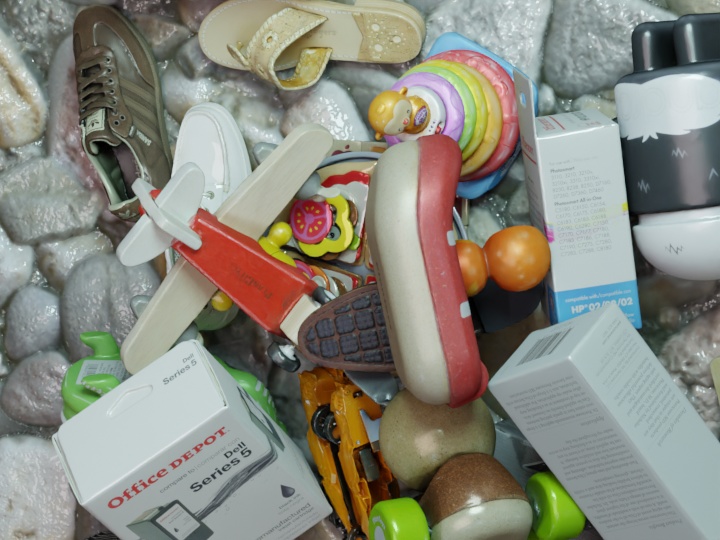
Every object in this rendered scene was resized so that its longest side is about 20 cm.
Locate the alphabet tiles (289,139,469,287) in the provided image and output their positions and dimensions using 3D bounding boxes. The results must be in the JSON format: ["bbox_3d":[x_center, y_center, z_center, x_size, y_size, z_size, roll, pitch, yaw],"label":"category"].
[{"bbox_3d":[0.014,-0.010,1.651,0.165,0.006,0.202,5,98,24],"label":"alphabet tiles"}]

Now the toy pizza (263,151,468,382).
[{"bbox_3d":[0.000,0.000,1.637,0.199,0.032,0.202,3,98,24],"label":"toy pizza"}]

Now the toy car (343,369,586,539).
[{"bbox_3d":[0.058,0.148,1.522,0.158,0.163,0.201,116,141,-54],"label":"toy car"}]

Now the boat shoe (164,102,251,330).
[{"bbox_3d":[-0.139,-0.046,1.680,0.070,0.069,0.202,1,95,27],"label":"boat shoe"}]

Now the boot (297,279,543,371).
[{"bbox_3d":[0.049,0.034,1.552,0.199,0.097,0.075,-13,93,4],"label":"boot"}]

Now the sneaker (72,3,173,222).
[{"bbox_3d":[-0.215,-0.140,1.700,0.070,0.075,0.201,-20,88,25],"label":"sneaker"}]

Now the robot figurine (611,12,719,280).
[{"bbox_3d":[0.261,-0.093,1.470,0.124,0.150,0.202,-8,92,-3],"label":"robot figurine"}]

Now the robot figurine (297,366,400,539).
[{"bbox_3d":[0.007,0.179,1.618,0.145,0.058,0.201,12,121,66],"label":"robot figurine"}]

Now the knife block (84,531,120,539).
[{"bbox_3d":[-0.176,0.294,1.740,0.199,0.064,0.176,33,108,17],"label":"knife block"}]

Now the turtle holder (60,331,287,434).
[{"bbox_3d":[-0.170,0.129,1.693,0.141,0.184,0.133,35,129,55],"label":"turtle holder"}]

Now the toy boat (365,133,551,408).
[{"bbox_3d":[0.078,-0.004,1.438,0.130,0.131,0.201,-12,94,-4],"label":"toy boat"}]

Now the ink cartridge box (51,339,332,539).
[{"bbox_3d":[-0.136,0.168,1.584,0.145,0.200,0.084,-35,49,4],"label":"ink cartridge box"}]

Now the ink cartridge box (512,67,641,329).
[{"bbox_3d":[0.167,-0.059,1.497,0.067,0.115,0.201,-9,101,-1],"label":"ink cartridge box"}]

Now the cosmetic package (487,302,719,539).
[{"bbox_3d":[0.198,0.131,1.432,0.200,0.071,0.101,53,144,-11],"label":"cosmetic package"}]

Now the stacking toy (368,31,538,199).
[{"bbox_3d":[0.055,-0.123,1.513,0.109,0.200,0.117,34,104,17],"label":"stacking toy"}]

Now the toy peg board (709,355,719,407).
[{"bbox_3d":[0.375,0.147,1.459,0.198,0.098,0.201,-15,90,25],"label":"toy peg board"}]

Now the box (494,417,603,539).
[{"bbox_3d":[0.148,0.246,1.598,0.158,0.048,0.201,27,106,18],"label":"box"}]

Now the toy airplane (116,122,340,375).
[{"bbox_3d":[-0.110,-0.015,1.594,0.198,0.141,0.201,-8,109,-5],"label":"toy airplane"}]

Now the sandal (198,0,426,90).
[{"bbox_3d":[-0.053,-0.185,1.612,0.210,0.070,0.078,0,130,22],"label":"sandal"}]
